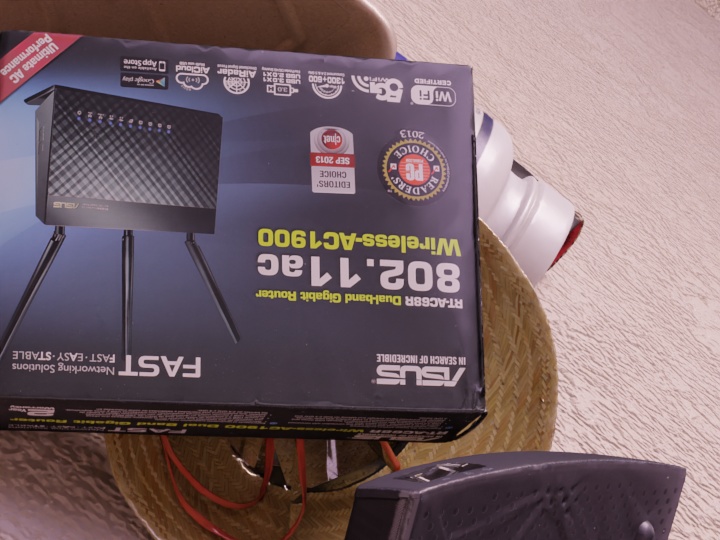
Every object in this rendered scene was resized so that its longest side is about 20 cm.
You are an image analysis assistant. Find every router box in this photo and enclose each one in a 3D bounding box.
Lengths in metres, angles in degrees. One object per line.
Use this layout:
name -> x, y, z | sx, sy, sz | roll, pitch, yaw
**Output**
router box -> -0.052, -0.011, 0.713 | 0.200, 0.062, 0.150 | 2, 73, -12

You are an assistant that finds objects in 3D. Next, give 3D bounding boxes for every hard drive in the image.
hard drive -> 0.054, 0.134, 0.704 | 0.042, 0.135, 0.200 | 20, 9, 37

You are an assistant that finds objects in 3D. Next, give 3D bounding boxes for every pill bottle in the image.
pill bottle -> 0.022, -0.058, 1.067 | 0.200, 0.120, 0.120 | 35, 21, -8

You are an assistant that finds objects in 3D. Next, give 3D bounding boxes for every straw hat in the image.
straw hat -> -0.020, 0.057, 0.779 | 0.201, 0.201, 0.085 | 38, -22, 2

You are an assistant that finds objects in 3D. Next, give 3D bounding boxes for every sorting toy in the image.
sorting toy -> -0.110, -0.119, 0.780 | 0.200, 0.185, 0.036 | 39, 43, -23

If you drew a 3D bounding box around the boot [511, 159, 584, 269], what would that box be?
boot -> 0.068, -0.054, 1.207 | 0.151, 0.073, 0.200 | 41, 16, 11
